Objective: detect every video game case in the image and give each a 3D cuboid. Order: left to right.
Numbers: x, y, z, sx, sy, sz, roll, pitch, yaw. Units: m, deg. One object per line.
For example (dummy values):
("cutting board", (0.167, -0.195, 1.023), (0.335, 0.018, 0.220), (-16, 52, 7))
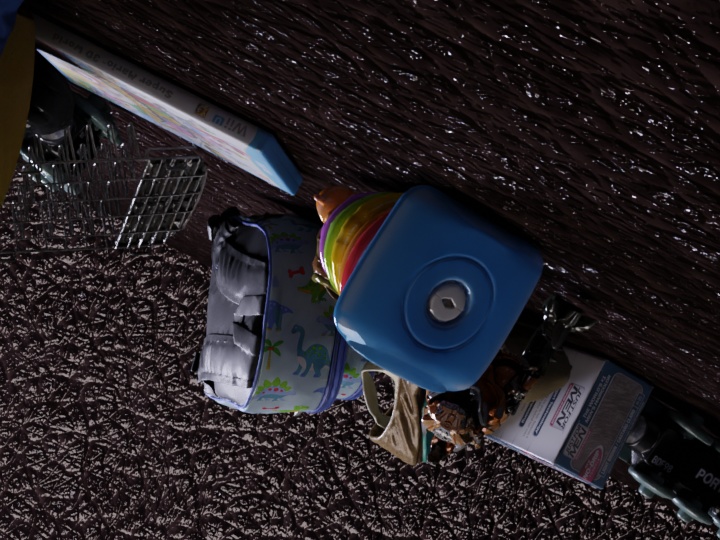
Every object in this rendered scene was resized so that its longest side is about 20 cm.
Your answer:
("video game case", (-0.141, -0.118, 1.230), (0.200, 0.018, 0.143), (27, 174, 10))

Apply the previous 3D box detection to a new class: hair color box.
("hair color box", (0.158, 0.113, 1.490), (0.060, 0.100, 0.200), (30, 175, -26))

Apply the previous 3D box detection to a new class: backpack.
("backpack", (-0.059, 0.041, 1.533), (0.147, 0.184, 0.200), (6, -178, -16))

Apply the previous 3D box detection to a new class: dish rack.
("dish rack", (-0.222, -0.063, 1.310), (0.199, 0.055, 0.153), (-3, 153, -23))

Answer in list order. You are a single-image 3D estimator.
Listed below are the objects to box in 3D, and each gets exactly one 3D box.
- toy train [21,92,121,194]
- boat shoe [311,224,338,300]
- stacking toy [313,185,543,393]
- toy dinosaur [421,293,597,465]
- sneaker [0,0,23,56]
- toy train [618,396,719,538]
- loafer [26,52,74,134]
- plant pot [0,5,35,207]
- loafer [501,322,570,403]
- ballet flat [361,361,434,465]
("toy train", (-0.266, -0.128, 1.422), (0.114, 0.085, 0.200), (40, 176, -2))
("boat shoe", (0.000, 0.000, 1.377), (0.072, 0.068, 0.200), (25, 175, 21))
("stacking toy", (0.014, -0.014, 1.093), (0.116, 0.110, 0.200), (28, -173, -30))
("toy dinosaur", (0.077, 0.064, 1.158), (0.102, 0.136, 0.200), (25, -174, -13))
("sneaker", (-0.228, -0.140, 0.938), (0.077, 0.111, 0.200), (30, 175, -21))
("toy train", (0.289, 0.170, 1.501), (0.200, 0.085, 0.114), (31, -176, -30))
("loafer", (-0.289, -0.161, 1.220), (0.200, 0.068, 0.070), (36, 174, 9))
("plant pot", (-0.289, -0.130, 1.094), (0.200, 0.142, 0.200), (35, -174, -4))
("loafer", (0.121, 0.077, 1.446), (0.067, 0.076, 0.200), (6, -171, -13))
("ballet flat", (0.037, 0.084, 1.467), (0.072, 0.068, 0.200), (14, 131, 9))
